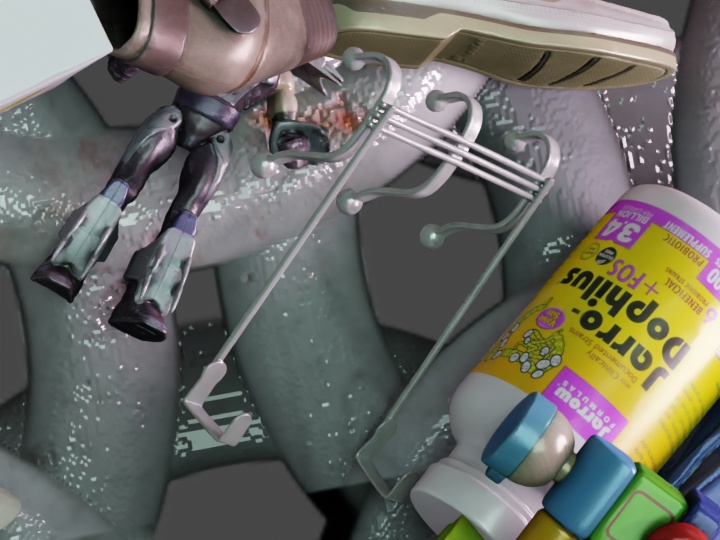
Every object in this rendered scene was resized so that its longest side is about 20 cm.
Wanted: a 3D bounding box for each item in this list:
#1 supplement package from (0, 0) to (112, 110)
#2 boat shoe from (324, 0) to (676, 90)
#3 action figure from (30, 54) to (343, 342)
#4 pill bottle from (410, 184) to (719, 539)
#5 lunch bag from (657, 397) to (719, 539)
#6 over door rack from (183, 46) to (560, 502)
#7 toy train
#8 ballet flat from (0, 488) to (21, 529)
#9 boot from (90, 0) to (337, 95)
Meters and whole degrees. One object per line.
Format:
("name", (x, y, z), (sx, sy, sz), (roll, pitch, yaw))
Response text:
("supplement package", (-0.224, -0.128, 1.369), (0.152, 0.200, 0.151), (-26, 95, -12))
("boat shoe", (0.071, -0.136, 1.503), (0.200, 0.075, 0.068), (7, 74, -24))
("action figure", (-0.083, -0.065, 1.471), (0.130, 0.069, 0.200), (27, 79, -2))
("pill bottle", (0.115, 0.060, 1.487), (0.104, 0.104, 0.200), (43, 74, -9))
("lunch bag", (0.205, 0.139, 1.501), (0.200, 0.132, 0.136), (-43, 98, -11))
("over door rack", (0.000, 0.000, 1.460), (0.148, 0.067, 0.200), (21, 95, -48))
("toy train", (0.070, 0.163, 1.397), (0.116, 0.085, 0.200), (37, 95, 0))
("ballet flat", (-0.184, 0.146, 1.451), (0.067, 0.067, 0.200), (-36, 100, -33))
("boot", (-0.092, -0.170, 1.410), (0.146, 0.070, 0.200), (1, 52, -48))
